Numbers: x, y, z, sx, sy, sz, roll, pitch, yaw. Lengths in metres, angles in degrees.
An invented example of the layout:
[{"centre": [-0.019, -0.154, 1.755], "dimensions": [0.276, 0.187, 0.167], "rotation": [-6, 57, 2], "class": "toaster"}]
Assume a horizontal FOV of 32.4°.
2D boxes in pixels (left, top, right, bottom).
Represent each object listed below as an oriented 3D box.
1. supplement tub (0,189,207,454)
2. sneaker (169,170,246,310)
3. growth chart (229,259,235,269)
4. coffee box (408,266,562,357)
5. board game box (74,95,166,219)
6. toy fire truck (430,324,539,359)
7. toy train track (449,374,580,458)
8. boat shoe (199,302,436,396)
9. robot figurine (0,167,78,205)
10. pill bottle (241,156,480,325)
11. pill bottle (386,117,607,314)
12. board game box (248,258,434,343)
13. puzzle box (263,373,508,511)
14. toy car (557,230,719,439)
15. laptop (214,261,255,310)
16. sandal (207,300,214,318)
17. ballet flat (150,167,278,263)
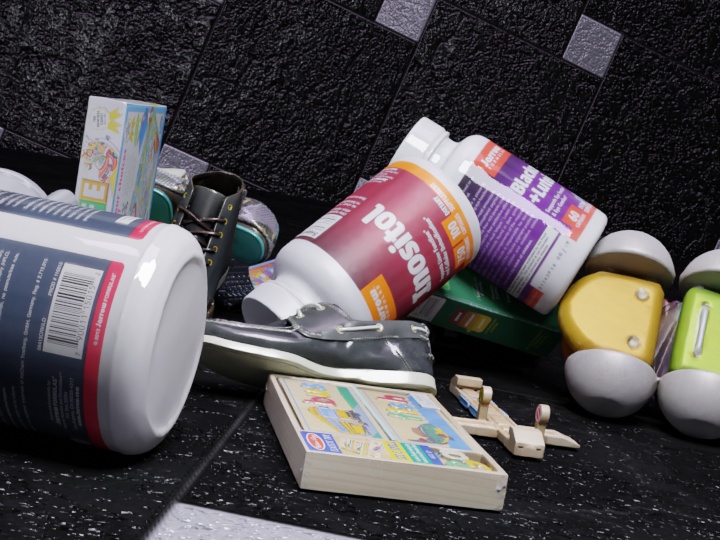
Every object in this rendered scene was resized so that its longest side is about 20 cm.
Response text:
[{"centre": [-0.204, 0.025, 0.758], "dimensions": [0.198, 0.142, 0.140], "rotation": [11, 7, 8], "class": "supplement tub"}, {"centre": [-0.156, -0.012, 1.083], "dimensions": [0.074, 0.107, 0.200], "rotation": [17, 29, 0], "class": "sneaker"}, {"centre": [-0.185, -0.033, 1.257], "dimensions": [0.143, 0.018, 0.200], "rotation": [16, 25, 13], "class": "growth chart"}, {"centre": [0.100, 0.008, 1.214], "dimensions": [0.198, 0.044, 0.124], "rotation": [16, 39, -22], "class": "coffee box"}, {"centre": [-0.219, -0.050, 1.098], "dimensions": [0.034, 0.202, 0.134], "rotation": [11, 7, 4], "class": "board game box"}, {"centre": [0.103, 0.026, 1.383], "dimensions": [0.174, 0.130, 0.200], "rotation": [12, -12, -16], "class": "toy fire truck"}, {"centre": [0.109, 0.107, 1.004], "dimensions": [0.114, 0.033, 0.200], "rotation": [9, 6, -11], "class": "toy train track"}, {"centre": [-0.036, 0.059, 0.964], "dimensions": [0.198, 0.068, 0.072], "rotation": [9, -25, -18], "class": "boat shoe"}, {"centre": [-0.309, -0.018, 1.000], "dimensions": [0.168, 0.114, 0.200], "rotation": [-22, 15, 8], "class": "robot figurine"}, {"centre": [0.000, 0.000, 1.061], "dimensions": [0.200, 0.114, 0.113], "rotation": [-39, 33, -24], "class": "pill bottle"}, {"centre": [0.121, -0.057, 1.168], "dimensions": [0.199, 0.112, 0.111], "rotation": [33, 10, 6], "class": "pill bottle"}, {"centre": [-0.007, 0.019, 1.186], "dimensions": [0.158, 0.039, 0.199], "rotation": [40, 29, 20], "class": "board game box"}, {"centre": [0.009, 0.113, 0.848], "dimensions": [0.132, 0.026, 0.200], "rotation": [8, 8, -13], "class": "puzzle box"}, {"centre": [0.280, 0.073, 1.147], "dimensions": [0.198, 0.176, 0.150], "rotation": [11, -29, 13], "class": "toy car"}, {"centre": [-0.100, -0.016, 1.372], "dimensions": [0.199, 0.104, 0.177], "rotation": [33, 16, 25], "class": "laptop"}, {"centre": [-0.181, 0.021, 1.225], "dimensions": [0.081, 0.055, 0.200], "rotation": [2, 24, -17], "class": "sandal"}, {"centre": [-0.170, -0.064, 1.220], "dimensions": [0.199, 0.073, 0.072], "rotation": [20, 8, 8], "class": "ballet flat"}]
